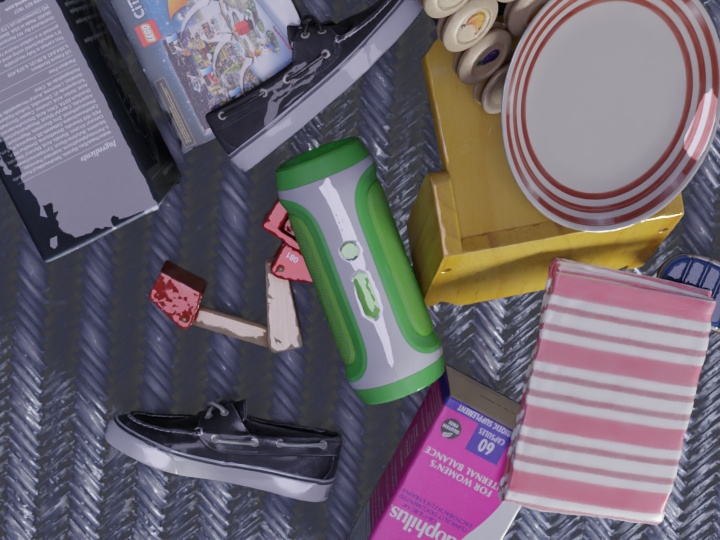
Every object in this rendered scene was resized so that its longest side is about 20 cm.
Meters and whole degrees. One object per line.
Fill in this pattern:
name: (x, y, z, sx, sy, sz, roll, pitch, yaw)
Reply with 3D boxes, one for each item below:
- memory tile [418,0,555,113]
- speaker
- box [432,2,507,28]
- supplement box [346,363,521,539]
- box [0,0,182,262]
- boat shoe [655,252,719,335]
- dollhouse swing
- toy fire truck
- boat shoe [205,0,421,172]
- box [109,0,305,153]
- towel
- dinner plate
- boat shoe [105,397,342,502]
memory tile: (0.120, -0.201, 1.339, 0.153, 0.200, 0.017, -42, 62, 0)
speaker: (0.000, 0.000, 1.489, 0.088, 0.088, 0.202, -20, 100, 4)
box: (0.115, -0.298, 1.412, 0.198, 0.197, 0.125, -25, 64, 5)
supplement box: (0.067, 0.199, 1.568, 0.100, 0.103, 0.201, 27, 101, -6)
box: (-0.238, -0.129, 1.487, 0.106, 0.149, 0.202, -26, 99, 6)
boat shoe: (0.338, 0.038, 1.548, 0.199, 0.072, 0.073, 29, 98, 1)
dollhouse swing: (0.133, -0.092, 1.505, 0.198, 0.182, 0.178, -11, 73, -11)
toy fire truck: (-0.061, 0.016, 1.562, 0.199, 0.049, 0.142, 31, 100, -6)
boat shoe: (-0.041, -0.165, 1.485, 0.200, 0.070, 0.066, -40, 101, 12)
box: (-0.127, -0.216, 1.525, 0.135, 0.038, 0.202, -24, 99, 5)
towel: (0.197, 0.100, 1.501, 0.145, 0.030, 0.202, 11, 97, -15)
dinner plate: (0.187, -0.129, 1.403, 0.198, 0.024, 0.203, -9, 109, -26)
boat shoe: (-0.113, 0.139, 1.574, 0.198, 0.072, 0.069, 14, 102, -5)
